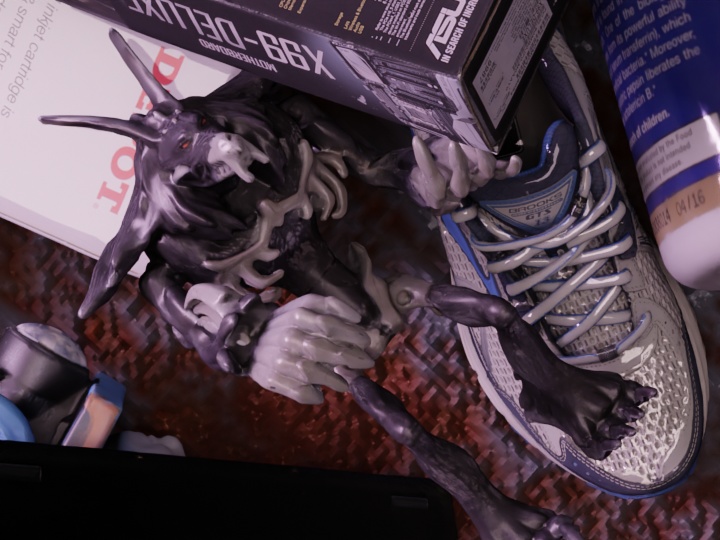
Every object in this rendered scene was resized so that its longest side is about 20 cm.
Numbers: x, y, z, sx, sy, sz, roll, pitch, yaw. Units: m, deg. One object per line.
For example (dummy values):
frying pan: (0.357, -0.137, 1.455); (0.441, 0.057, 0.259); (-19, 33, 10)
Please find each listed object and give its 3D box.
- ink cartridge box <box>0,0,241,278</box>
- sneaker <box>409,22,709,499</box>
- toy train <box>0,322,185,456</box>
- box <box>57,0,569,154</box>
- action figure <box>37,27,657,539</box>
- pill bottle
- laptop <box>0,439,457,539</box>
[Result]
ink cartridge box: (-0.122, -0.100, 0.951); (0.199, 0.083, 0.146); (25, 92, 3)
sneaker: (0.054, -0.016, 0.942); (0.077, 0.085, 0.201); (-25, 90, 4)
toy train: (-0.125, 0.120, 0.959); (0.114, 0.087, 0.201); (29, 90, -7)
box: (0.008, -0.151, 0.862); (0.157, 0.050, 0.201); (19, 75, 23)
action figure: (0.000, 0.000, 0.868); (0.200, 0.102, 0.119); (40, 69, -12)
pill bottle: (0.125, -0.104, 0.915); (0.115, 0.116, 0.201); (-16, 80, 4)
laptop: (-0.063, 0.173, 0.938); (0.186, 0.116, 0.201); (8, 63, -33)
